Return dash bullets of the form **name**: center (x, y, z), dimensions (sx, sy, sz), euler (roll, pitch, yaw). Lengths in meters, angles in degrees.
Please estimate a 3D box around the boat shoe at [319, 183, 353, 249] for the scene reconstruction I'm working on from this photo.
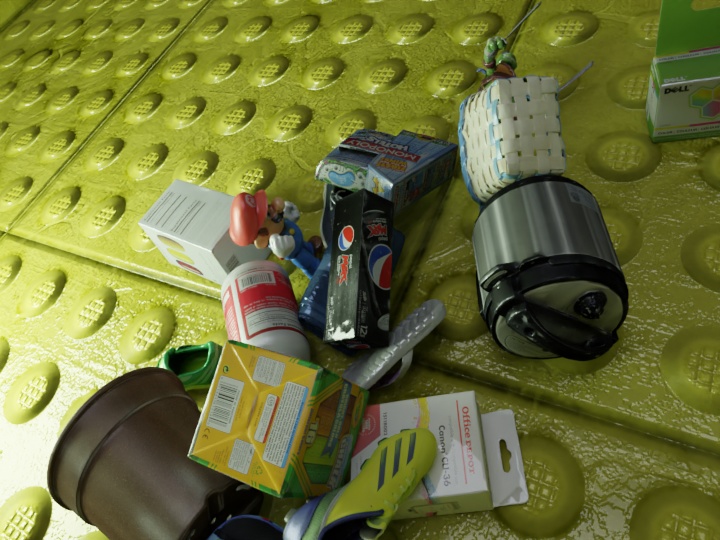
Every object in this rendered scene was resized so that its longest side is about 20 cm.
- **boat shoe**: center (-0.023, -0.098, 0.938), dimensions (0.073, 0.062, 0.205), euler (19, 44, -19)

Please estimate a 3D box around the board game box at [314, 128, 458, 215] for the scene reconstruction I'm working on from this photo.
- **board game box**: center (0.035, -0.163, 0.899), dimensions (0.194, 0.063, 0.201), euler (18, 36, 15)

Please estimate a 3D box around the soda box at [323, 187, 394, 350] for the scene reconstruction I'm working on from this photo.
- **soda box**: center (0.000, 0.000, 0.774), dimensions (0.070, 0.062, 0.208), euler (-15, 65, 47)

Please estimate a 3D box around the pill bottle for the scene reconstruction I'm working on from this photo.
- **pill bottle**: center (-0.133, 0.094, 0.813), dimensions (0.109, 0.114, 0.204), euler (-24, 50, 1)

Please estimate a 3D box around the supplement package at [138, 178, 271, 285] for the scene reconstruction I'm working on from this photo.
- **supplement package**: center (-0.265, -0.063, 0.982), dimensions (0.195, 0.115, 0.111), euler (18, 60, 32)

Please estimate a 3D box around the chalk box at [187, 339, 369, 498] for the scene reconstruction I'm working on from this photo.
- **chalk box**: center (-0.073, 0.172, 0.638), dimensions (0.120, 0.200, 0.129), euler (11, 76, 24)

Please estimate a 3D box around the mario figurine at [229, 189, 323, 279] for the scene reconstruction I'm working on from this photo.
- **mario figurine**: center (-0.109, -0.062, 0.854), dimensions (0.121, 0.198, 0.109), euler (11, 75, 40)

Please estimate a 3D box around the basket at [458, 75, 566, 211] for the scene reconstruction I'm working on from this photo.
- **basket**: center (0.203, -0.167, 0.797), dimensions (0.134, 0.200, 0.184), euler (-4, 88, -11)

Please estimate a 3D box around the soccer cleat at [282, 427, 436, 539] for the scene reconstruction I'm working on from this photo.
- **soccer cleat**: center (0.016, 0.228, 0.561), dimensions (0.196, 0.067, 0.082), euler (-25, 20, -33)

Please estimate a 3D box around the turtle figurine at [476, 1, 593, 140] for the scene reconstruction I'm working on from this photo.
- **turtle figurine**: center (0.260, -0.312, 0.943), dimensions (0.195, 0.144, 0.199), euler (2, 61, 37)

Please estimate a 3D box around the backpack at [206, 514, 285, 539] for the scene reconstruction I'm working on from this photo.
- **backpack**: center (-0.092, 0.363, 0.576), dimensions (0.194, 0.136, 0.186), euler (13, 60, 28)

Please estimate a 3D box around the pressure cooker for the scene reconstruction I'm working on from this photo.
- **pressure cooker**: center (0.226, 0.011, 0.692), dimensions (0.169, 0.181, 0.205), euler (-9, 50, 10)

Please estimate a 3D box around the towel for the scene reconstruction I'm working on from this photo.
- **towel**: center (-0.012, 0.011, 0.838), dimensions (0.048, 0.110, 0.204), euler (-30, 31, 61)

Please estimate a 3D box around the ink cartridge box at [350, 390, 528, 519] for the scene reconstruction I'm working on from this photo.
- **ink cartridge box**: center (0.088, 0.214, 0.664), dimensions (0.193, 0.068, 0.120), euler (-12, 51, 13)

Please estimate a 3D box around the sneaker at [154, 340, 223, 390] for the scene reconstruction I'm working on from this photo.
- **sneaker**: center (-0.284, 0.151, 0.847), dimensions (0.194, 0.085, 0.075), euler (-24, 49, 3)

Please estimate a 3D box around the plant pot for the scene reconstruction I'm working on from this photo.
- **plant pot**: center (-0.232, 0.259, 0.688), dimensions (0.195, 0.203, 0.202), euler (29, 67, 26)

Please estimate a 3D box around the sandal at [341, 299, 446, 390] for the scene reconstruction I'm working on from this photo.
- **sandal**: center (0.043, 0.122, 0.759), dimensions (0.201, 0.050, 0.083), euler (-42, 12, 3)

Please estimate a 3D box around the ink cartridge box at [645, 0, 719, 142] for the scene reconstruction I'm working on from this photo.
- **ink cartridge box**: center (0.493, -0.292, 0.802), dimensions (0.142, 0.202, 0.078), euler (-2, 52, 19)
